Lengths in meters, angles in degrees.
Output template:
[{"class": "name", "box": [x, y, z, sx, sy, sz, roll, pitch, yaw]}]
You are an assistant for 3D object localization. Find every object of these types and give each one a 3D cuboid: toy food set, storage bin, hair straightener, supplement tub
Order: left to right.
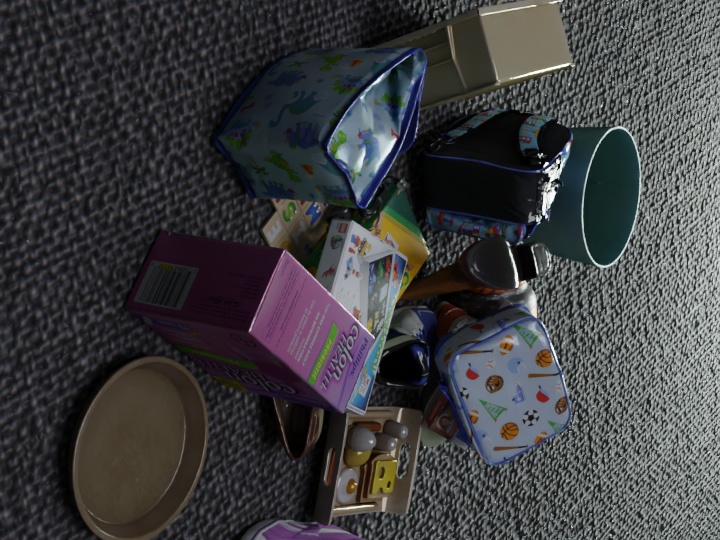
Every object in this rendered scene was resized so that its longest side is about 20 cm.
[{"class": "hair straightener", "box": [0.016, -0.110, 1.703, 0.200, 0.076, 0.041, -57, 139, -36]}, {"class": "toy food set", "box": [0.017, 0.251, 1.803, 0.200, 0.060, 0.145, 9, 90, -57]}, {"class": "storage bin", "box": [0.133, -0.265, 1.748, 0.200, 0.198, 0.094, -22, 98, -50]}, {"class": "supplement tub", "box": [0.188, 0.093, 1.958, 0.122, 0.122, 0.202, -25, 117, -49]}]

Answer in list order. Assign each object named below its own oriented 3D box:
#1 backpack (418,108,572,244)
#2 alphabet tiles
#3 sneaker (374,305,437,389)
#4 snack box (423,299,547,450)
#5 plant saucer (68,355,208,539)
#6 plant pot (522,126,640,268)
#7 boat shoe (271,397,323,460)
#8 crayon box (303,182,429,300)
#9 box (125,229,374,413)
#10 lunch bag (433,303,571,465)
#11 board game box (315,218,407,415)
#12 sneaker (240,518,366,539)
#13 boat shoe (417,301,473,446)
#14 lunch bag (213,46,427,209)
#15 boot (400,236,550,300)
[{"class": "backpack", "box": [0.189, -0.138, 1.876, 0.200, 0.181, 0.135, -45, 141, -55]}, {"class": "alphabet tiles", "box": [-0.052, -0.057, 1.692, 0.167, 0.008, 0.201, -54, 137, -32]}, {"class": "sneaker", "box": [0.055, 0.109, 1.784, 0.199, 0.115, 0.081, -21, 115, -50]}, {"class": "snack box", "box": [0.168, 0.141, 1.883, 0.072, 0.024, 0.201, 32, 93, -29]}, {"class": "plant saucer", "box": [-0.236, 0.187, 1.472, 0.200, 0.029, 0.202, -16, 109, -53]}, {"class": "plant pot", "box": [0.292, -0.113, 2.020, 0.200, 0.160, 0.202, -18, 112, -54]}, {"class": "boat shoe", "box": [-0.075, 0.126, 1.630, 0.072, 0.072, 0.202, -71, 164, -71]}, {"class": "crayon box", "box": [0.000, 0.000, 1.721, 0.200, 0.058, 0.119, -55, 136, -32]}, {"class": "box", "box": [-0.115, 0.055, 1.485, 0.200, 0.175, 0.097, 45, 61, -49]}, {"class": "lunch bag", "box": [0.183, 0.148, 1.837, 0.159, 0.076, 0.201, -26, 114, -7]}, {"class": "board game box", "box": [-0.014, 0.056, 1.631, 0.126, 0.034, 0.201, 32, 69, -50]}, {"class": "sneaker", "box": [-0.057, 0.343, 1.683, 0.200, 0.114, 0.073, 1, 98, -53]}, {"class": "boat shoe", "box": [0.110, 0.142, 1.907, 0.071, 0.062, 0.201, -3, 114, -35]}, {"class": "lunch bag", "box": [-0.035, -0.174, 1.551, 0.201, 0.169, 0.128, -61, 140, -28]}, {"class": "boot", "box": [0.116, 0.002, 1.784, 0.188, 0.199, 0.069, -17, 94, -56]}]
